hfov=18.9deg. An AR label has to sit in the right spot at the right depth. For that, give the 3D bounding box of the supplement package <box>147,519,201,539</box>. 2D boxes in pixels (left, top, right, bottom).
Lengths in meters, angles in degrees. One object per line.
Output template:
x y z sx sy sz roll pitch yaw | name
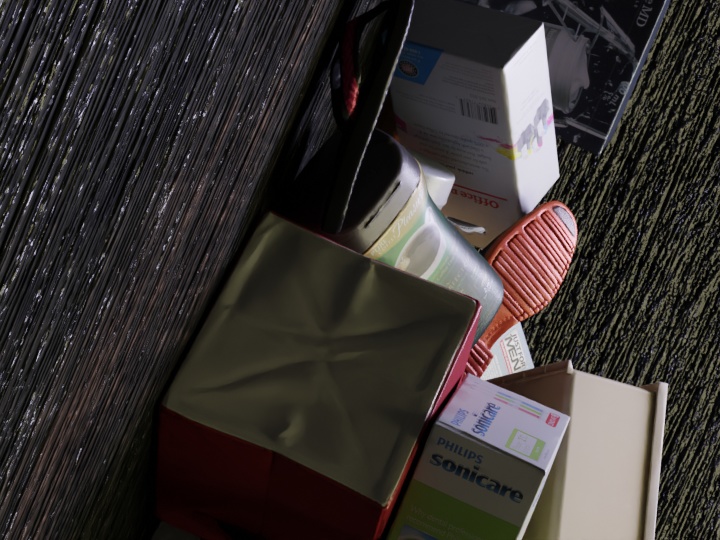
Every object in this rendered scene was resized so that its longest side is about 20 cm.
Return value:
-0.100 0.267 1.691 0.192 0.146 0.201 -62 173 -46 | supplement package

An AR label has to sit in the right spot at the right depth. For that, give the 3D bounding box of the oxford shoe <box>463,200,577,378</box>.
0.095 0.019 1.723 0.200 0.071 0.072 -47 -155 -19 | oxford shoe

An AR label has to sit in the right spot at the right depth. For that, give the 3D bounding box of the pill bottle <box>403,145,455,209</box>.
0.000 0.000 1.728 0.113 0.112 0.201 -45 158 -76 | pill bottle

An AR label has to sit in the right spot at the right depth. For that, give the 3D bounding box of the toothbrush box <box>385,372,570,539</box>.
0.063 0.190 1.486 0.146 0.086 0.201 -40 152 -75 | toothbrush box

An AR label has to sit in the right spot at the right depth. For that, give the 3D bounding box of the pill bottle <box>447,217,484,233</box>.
0.086 -0.080 1.987 0.107 0.106 0.200 -64 -167 -24 | pill bottle

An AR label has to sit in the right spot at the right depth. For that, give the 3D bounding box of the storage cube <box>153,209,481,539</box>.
-0.033 0.096 1.505 0.180 0.170 0.201 102 14 -61 | storage cube

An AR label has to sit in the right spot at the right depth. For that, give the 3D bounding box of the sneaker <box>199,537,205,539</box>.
-0.089 0.164 1.595 0.072 0.082 0.201 108 -31 -49 | sneaker

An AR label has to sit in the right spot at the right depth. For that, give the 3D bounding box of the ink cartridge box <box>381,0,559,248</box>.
0.093 -0.116 1.750 0.068 0.115 0.201 -48 144 -35 | ink cartridge box

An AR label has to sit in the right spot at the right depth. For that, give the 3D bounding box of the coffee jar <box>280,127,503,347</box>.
0.023 -0.016 1.595 0.104 0.085 0.200 -52 137 -14 | coffee jar

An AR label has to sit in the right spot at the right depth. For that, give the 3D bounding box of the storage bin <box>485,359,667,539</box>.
0.131 0.188 1.666 0.198 0.093 0.201 -20 -121 57 | storage bin

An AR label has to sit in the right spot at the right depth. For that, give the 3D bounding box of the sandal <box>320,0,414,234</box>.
-0.004 -0.126 1.480 0.075 0.045 0.201 130 -22 -86 | sandal

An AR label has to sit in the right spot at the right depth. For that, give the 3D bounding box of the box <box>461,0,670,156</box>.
0.171 -0.238 1.947 0.124 0.196 0.201 -47 160 -75 | box

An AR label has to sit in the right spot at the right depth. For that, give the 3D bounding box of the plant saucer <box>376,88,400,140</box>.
0.016 -0.102 1.860 0.200 0.037 0.201 25 90 -85 | plant saucer

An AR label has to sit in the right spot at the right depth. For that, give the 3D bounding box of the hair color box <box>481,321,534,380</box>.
0.041 0.105 1.808 0.200 0.099 0.061 -39 125 -30 | hair color box
